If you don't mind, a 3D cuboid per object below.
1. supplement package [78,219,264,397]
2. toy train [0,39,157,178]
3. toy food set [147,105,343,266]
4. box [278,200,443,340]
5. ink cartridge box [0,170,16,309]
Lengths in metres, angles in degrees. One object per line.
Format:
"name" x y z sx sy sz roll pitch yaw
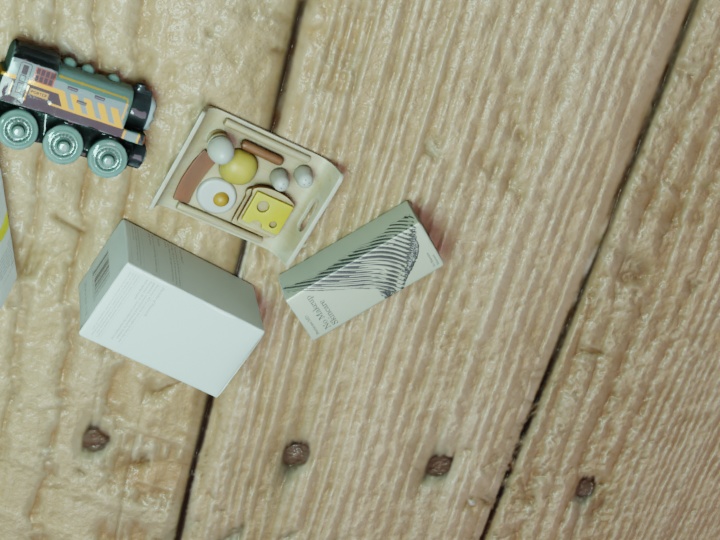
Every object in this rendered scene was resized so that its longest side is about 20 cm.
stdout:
"supplement package" -0.236 0.048 1.525 0.199 0.117 0.118 29 109 -26
"toy train" -0.330 -0.182 1.392 0.199 0.085 0.114 17 105 -23
"toy food set" -0.139 -0.098 1.497 0.199 0.060 0.144 23 111 -24
"box" 0.000 0.000 1.585 0.199 0.068 0.082 -32 122 4
"ink cartridge box" -0.485 -0.055 1.405 0.144 0.084 0.201 1 121 1
